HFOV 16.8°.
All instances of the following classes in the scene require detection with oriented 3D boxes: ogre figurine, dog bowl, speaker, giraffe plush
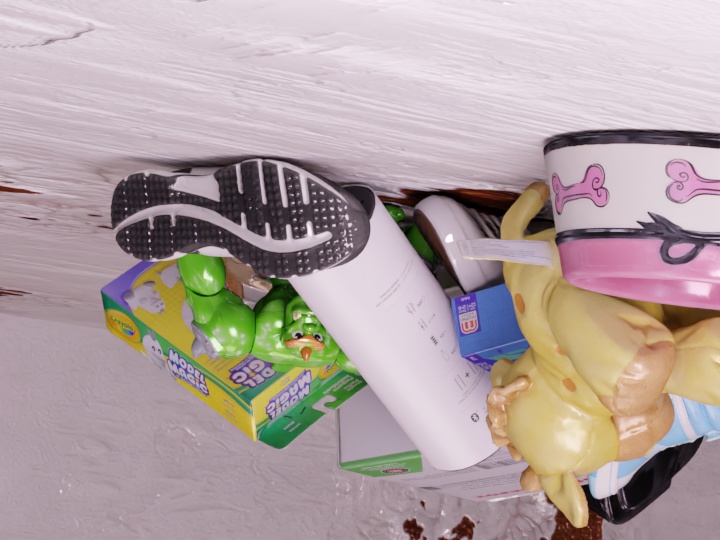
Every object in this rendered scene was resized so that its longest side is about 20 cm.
[{"bbox_3d":[-0.039,0.009,1.673,0.199,0.121,0.098,9,173,-33],"label":"ogre figurine"},{"bbox_3d":[0.193,-0.021,1.309,0.198,0.074,0.200,6,175,1],"label":"dog bowl"},{"bbox_3d":[0.027,0.039,1.612,0.081,0.081,0.200,1,138,47],"label":"speaker"},{"bbox_3d":[0.142,0.061,1.458,0.198,0.163,0.173,12,-142,2],"label":"giraffe plush"}]

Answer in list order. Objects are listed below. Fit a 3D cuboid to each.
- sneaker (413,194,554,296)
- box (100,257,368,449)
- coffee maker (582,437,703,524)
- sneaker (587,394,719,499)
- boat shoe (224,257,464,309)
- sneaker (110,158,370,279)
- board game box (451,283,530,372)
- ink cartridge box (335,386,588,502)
[{"bbox_3d":[0.096,-0.017,1.643,0.084,0.073,0.200,-36,155,4],"label":"sneaker"},{"bbox_3d":[-0.086,0.046,1.800,0.200,0.117,0.049,35,146,32],"label":"box"},{"bbox_3d":[0.163,0.126,2.041,0.199,0.192,0.135,29,165,41],"label":"coffee maker"},{"bbox_3d":[0.210,0.097,1.621,0.129,0.080,0.200,-8,162,2],"label":"sneaker"},{"bbox_3d":[0.000,0.000,1.750,0.198,0.075,0.069,-7,141,2],"label":"boat shoe"},{"bbox_3d":[-0.066,-0.039,1.552,0.199,0.074,0.080,8,-168,40],"label":"sneaker"},{"bbox_3d":[0.181,0.029,1.602,0.199,0.045,0.152,-18,158,23],"label":"board game box"},{"bbox_3d":[0.093,0.116,1.851,0.145,0.085,0.200,-12,162,31],"label":"ink cartridge box"}]
